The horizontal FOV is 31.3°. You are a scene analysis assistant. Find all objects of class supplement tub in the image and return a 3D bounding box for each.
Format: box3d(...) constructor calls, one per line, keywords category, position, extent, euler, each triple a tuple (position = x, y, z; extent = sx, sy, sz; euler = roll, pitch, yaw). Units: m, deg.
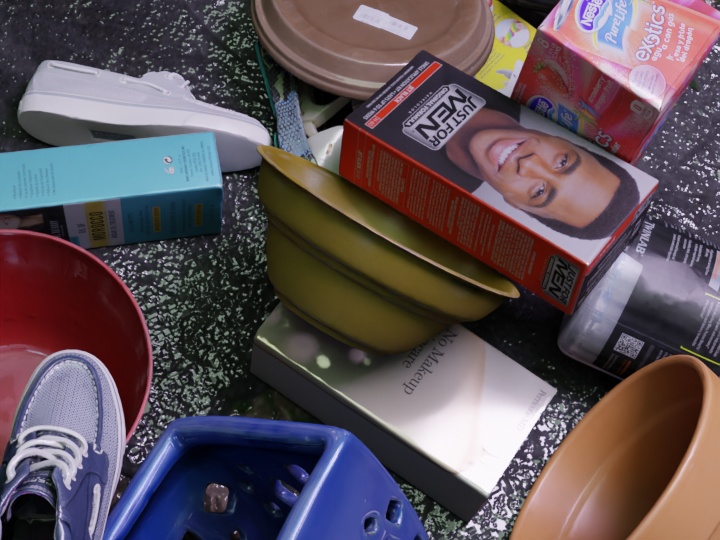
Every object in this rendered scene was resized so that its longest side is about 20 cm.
box3d(category="supplement tub", position=(0.259, 0.044, 0.957), extent=(0.200, 0.123, 0.123), euler=(25, 65, 5))

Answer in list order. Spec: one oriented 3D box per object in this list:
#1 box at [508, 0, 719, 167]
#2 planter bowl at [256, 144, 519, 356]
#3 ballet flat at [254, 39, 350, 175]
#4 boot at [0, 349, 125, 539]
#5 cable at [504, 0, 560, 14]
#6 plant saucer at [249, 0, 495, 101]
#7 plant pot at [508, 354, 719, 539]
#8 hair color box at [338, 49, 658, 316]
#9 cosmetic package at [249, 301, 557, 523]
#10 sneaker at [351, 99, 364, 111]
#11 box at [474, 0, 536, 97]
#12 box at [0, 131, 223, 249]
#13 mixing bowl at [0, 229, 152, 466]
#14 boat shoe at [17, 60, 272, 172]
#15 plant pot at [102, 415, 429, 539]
box3d(category="box", position=(0.170, -0.126, 0.933), extent=(0.103, 0.200, 0.095), euler=(35, 69, 10))
box3d(category="planter bowl", position=(0.000, 0.000, 0.862), extent=(0.200, 0.200, 0.084), euler=(31, 99, 7))
box3d(category="ballet flat", position=(-0.036, -0.115, 1.016), extent=(0.074, 0.074, 0.200), euler=(-9, 68, -11))
box3d(category="boot", position=(-0.179, 0.121, 0.755), extent=(0.073, 0.090, 0.200), euler=(2, 57, -7))
box3d(category="cable", position=(0.194, -0.237, 1.082), extent=(0.200, 0.097, 0.050), euler=(8, 95, -12))
box3d(category="plant saucer", position=(0.012, -0.213, 1.032), extent=(0.200, 0.029, 0.200), euler=(5, 51, -6))
box3d(category="plant pot", position=(0.213, 0.177, 0.864), extent=(0.140, 0.200, 0.200), euler=(38, 65, -9))
box3d(category="hair color box", position=(0.093, -0.065, 0.901), extent=(0.200, 0.061, 0.102), euler=(32, 56, 18))
box3d(category="cosmetic package", position=(0.028, 0.080, 0.939), extent=(0.200, 0.073, 0.104), euler=(32, 65, 9))
box3d(category="sneaker", position=(0.054, -0.079, 1.014), extent=(0.076, 0.081, 0.200), euler=(-28, 68, -1))
box3d(category="box", position=(0.112, -0.153, 1.072), extent=(0.200, 0.048, 0.117), euler=(41, 67, 9))
box3d(category="box", position=(-0.205, -0.054, 0.965), extent=(0.200, 0.082, 0.049), euler=(-8, 67, -10))
box3d(category="mixing bowl", position=(-0.242, 0.083, 0.882), extent=(0.200, 0.108, 0.200), euler=(3, 66, -6))
box3d(category="boat shoe", position=(-0.166, -0.127, 1.017), extent=(0.200, 0.072, 0.069), euler=(6, 65, 6))
box3d(category="plant pot", position=(-0.054, 0.220, 0.784), extent=(0.180, 0.200, 0.200), euler=(44, 61, -27))
